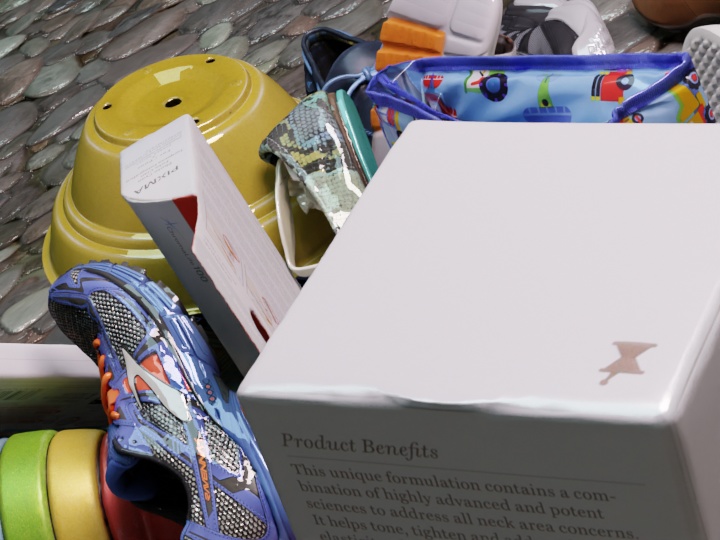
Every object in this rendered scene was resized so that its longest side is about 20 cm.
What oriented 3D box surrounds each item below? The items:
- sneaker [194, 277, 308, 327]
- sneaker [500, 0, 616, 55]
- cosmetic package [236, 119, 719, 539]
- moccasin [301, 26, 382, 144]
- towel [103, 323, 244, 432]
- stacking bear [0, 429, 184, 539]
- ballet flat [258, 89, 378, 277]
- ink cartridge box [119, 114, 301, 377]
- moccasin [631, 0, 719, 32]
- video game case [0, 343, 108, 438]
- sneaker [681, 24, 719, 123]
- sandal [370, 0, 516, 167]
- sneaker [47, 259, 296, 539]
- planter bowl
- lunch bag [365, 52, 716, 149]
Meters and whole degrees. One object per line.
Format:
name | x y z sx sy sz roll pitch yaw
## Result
sneaker | -0.081 -0.005 1.355 0.199 0.078 0.070 6 38 30
sneaker | 0.087 -0.100 1.296 0.113 0.076 0.200 -29 15 0
cosmetic package | 0.085 0.071 0.862 0.167 0.201 0.167 3 40 29
moccasin | 0.000 -0.115 1.514 0.080 0.068 0.200 -36 25 -14
towel | -0.078 0.053 1.338 0.147 0.022 0.200 -41 25 -26
stacking bear | -0.140 0.124 1.165 0.199 0.114 0.121 -15 -16 8
ballet flat | 0.000 0.000 1.204 0.074 0.074 0.201 -27 62 6
ink cartridge box | -0.059 0.026 1.128 0.047 0.160 0.200 -29 21 7
moccasin | 0.210 -0.188 1.391 0.073 0.078 0.201 -29 12 -6
video game case | -0.215 0.085 1.249 0.182 0.024 0.200 -28 -16 27
sneaker | 0.227 -0.074 1.111 0.079 0.079 0.200 -2 26 -15
sandal | 0.045 -0.073 1.244 0.059 0.208 0.079 -8 32 -39
sneaker | -0.097 0.069 1.094 0.078 0.076 0.200 -33 54 -17
planter bowl | -0.097 -0.065 1.302 0.199 0.084 0.201 -11 35 8
lunch bag | 0.090 -0.030 1.129 0.094 0.151 0.200 -42 32 -25
